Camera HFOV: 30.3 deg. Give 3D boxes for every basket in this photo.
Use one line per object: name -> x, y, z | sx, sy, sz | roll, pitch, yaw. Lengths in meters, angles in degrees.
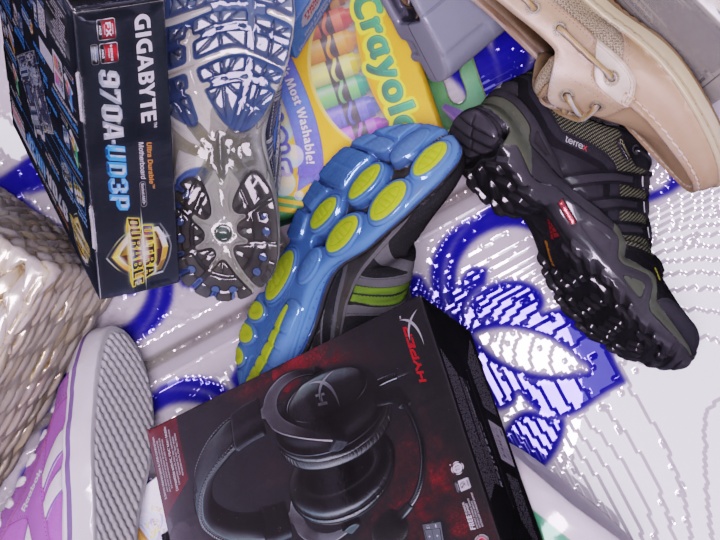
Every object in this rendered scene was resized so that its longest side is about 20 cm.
basket -> -0.258, 0.038, 0.732 | 0.160, 0.198, 0.201 | 32, 91, 2

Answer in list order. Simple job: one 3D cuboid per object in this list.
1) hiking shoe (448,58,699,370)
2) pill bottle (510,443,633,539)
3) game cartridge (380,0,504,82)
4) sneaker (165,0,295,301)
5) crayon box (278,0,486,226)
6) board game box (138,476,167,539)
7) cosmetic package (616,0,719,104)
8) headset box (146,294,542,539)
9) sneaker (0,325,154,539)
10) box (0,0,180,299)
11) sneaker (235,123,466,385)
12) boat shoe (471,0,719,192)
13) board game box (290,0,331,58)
hiking shoe -> 0.144, -0.035, 0.762 | 0.101, 0.076, 0.200 | -44, 104, -20
pill bottle -> 0.059, 0.205, 0.749 | 0.113, 0.113, 0.200 | 37, 92, 4
game cartridge -> 0.042, -0.225, 0.738 | 0.133, 0.041, 0.201 | -40, 114, -20
sneaker -> -0.075, -0.090, 0.719 | 0.077, 0.085, 0.201 | 5, 102, -2
crayon box -> -0.027, -0.101, 0.790 | 0.199, 0.052, 0.126 | -19, 88, 3
board game box -> -0.138, 0.222, 0.801 | 0.200, 0.034, 0.135 | -39, 86, 3
cosmetic package -> 0.180, -0.150, 0.702 | 0.073, 0.200, 0.104 | -44, 88, 3
headset box -> -0.018, 0.127, 0.708 | 0.199, 0.077, 0.150 | -26, 61, 17
sneaker -> -0.186, 0.131, 0.767 | 0.114, 0.073, 0.202 | -6, 66, 22
box -> -0.150, -0.106, 0.701 | 0.046, 0.200, 0.160 | -13, 127, -21
sneaker -> 0.000, 0.001, 0.761 | 0.082, 0.071, 0.200 | 13, 119, -36
boat shoe -> 0.120, -0.112, 0.718 | 0.064, 0.071, 0.200 | -42, 92, -3
board game box -> -0.085, -0.233, 0.775 | 0.199, 0.037, 0.152 | 28, 78, 14
